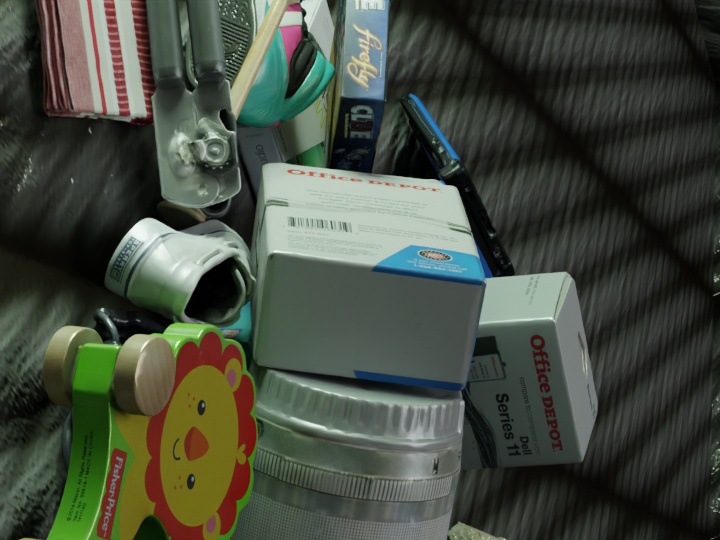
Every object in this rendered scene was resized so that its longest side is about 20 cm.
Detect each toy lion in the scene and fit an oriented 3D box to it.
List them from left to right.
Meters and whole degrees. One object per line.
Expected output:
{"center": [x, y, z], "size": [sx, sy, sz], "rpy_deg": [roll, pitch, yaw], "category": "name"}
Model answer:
{"center": [-0.122, 0.125, 1.344], "size": [0.192, 0.068, 0.201], "rpy_deg": [36, 61, -60], "category": "toy lion"}

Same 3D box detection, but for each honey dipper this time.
{"center": [-0.083, -0.120, 1.567], "size": [0.201, 0.038, 0.038], "rpy_deg": [-65, 152, -19], "category": "honey dipper"}

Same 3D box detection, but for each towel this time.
{"center": [-0.166, -0.167, 1.455], "size": [0.200, 0.023, 0.145], "rpy_deg": [-6, 88, -75], "category": "towel"}

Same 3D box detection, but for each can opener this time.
{"center": [-0.114, -0.135, 1.507], "size": [0.067, 0.053, 0.201], "rpy_deg": [88, -4, -79], "category": "can opener"}

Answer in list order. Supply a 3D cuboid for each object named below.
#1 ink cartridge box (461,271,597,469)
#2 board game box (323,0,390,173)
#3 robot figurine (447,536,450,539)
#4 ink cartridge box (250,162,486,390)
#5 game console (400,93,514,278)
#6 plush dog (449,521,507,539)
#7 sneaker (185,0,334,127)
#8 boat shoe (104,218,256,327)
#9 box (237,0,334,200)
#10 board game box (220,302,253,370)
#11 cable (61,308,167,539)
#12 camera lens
{"center": [0.088, 0.088, 1.902], "size": [0.083, 0.199, 0.147], "rpy_deg": [-66, 146, -58], "category": "ink cartridge box"}
{"center": [-0.003, -0.143, 1.716], "size": [0.200, 0.034, 0.136], "rpy_deg": [102, -9, -67], "category": "board game box"}
{"center": [0.005, 0.235, 1.712], "size": [0.200, 0.124, 0.151], "rpy_deg": [8, 78, -73], "category": "robot figurine"}
{"center": [0.000, 0.000, 1.554], "size": [0.200, 0.145, 0.085], "rpy_deg": [-98, -164, -71], "category": "ink cartridge box"}
{"center": [0.064, -0.038, 2.178], "size": [0.171, 0.118, 0.200], "rpy_deg": [58, -2, 36], "category": "game console"}
{"center": [0.133, 0.345, 2.112], "size": [0.172, 0.160, 0.200], "rpy_deg": [-67, 157, -4], "category": "plush dog"}
{"center": [-0.065, -0.189, 1.681], "size": [0.121, 0.083, 0.201], "rpy_deg": [49, 46, -54], "category": "sneaker"}
{"center": [-0.104, 0.011, 1.482], "size": [0.074, 0.065, 0.200], "rpy_deg": [-61, 166, 10], "category": "boat shoe"}
{"center": [-0.046, -0.110, 1.807], "size": [0.200, 0.036, 0.145], "rpy_deg": [-71, 150, -51], "category": "box"}
{"center": [-0.042, 0.070, 1.691], "size": [0.200, 0.045, 0.153], "rpy_deg": [-50, 134, -52], "category": "board game box"}
{"center": [-0.128, 0.116, 1.437], "size": [0.200, 0.051, 0.164], "rpy_deg": [44, 44, -66], "category": "cable"}
{"center": [-0.020, 0.165, 1.523], "size": [0.160, 0.159, 0.201], "rpy_deg": [-25, 126, -72], "category": "camera lens"}
